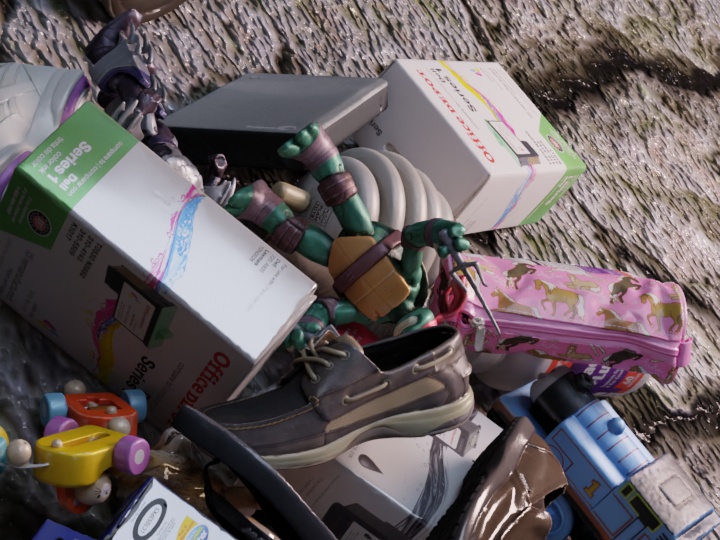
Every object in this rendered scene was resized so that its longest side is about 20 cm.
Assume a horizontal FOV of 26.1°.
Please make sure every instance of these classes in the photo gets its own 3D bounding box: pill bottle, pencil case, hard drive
[{"bbox_3d":[0.154,0.048,1.321,0.199,0.112,0.112,6,47,-38],"label":"pill bottle"},{"bbox_3d":[0.152,0.036,1.191,0.198,0.083,0.087,8,58,-9],"label":"pencil case"},{"bbox_3d":[-0.073,-0.126,1.292,0.138,0.033,0.200,5,21,18],"label":"hard drive"}]

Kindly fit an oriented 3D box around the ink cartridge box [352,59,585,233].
[{"bbox_3d":[0.099,-0.116,1.444,0.145,0.084,0.200,52,29,17],"label":"ink cartridge box"}]

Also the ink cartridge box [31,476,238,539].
[{"bbox_3d":[-0.108,0.215,0.889,0.200,0.076,0.137,37,61,-6],"label":"ink cartridge box"}]

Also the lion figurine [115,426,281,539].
[{"bbox_3d":[-0.067,0.182,1.003,0.200,0.122,0.073,47,57,-16],"label":"lion figurine"}]

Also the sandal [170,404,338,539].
[{"bbox_3d":[-0.042,0.159,0.908,0.200,0.043,0.076,50,-12,-15],"label":"sandal"}]

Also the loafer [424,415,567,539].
[{"bbox_3d":[0.094,0.169,1.020,0.071,0.073,0.200,39,37,2],"label":"loafer"}]

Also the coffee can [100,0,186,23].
[{"bbox_3d":[-0.225,-0.340,1.378,0.200,0.147,0.146,48,36,14],"label":"coffee can"}]

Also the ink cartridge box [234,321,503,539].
[{"bbox_3d":[0.030,0.149,1.120,0.199,0.084,0.145,36,35,-4],"label":"ink cartridge box"}]

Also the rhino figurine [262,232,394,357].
[{"bbox_3d":[-0.012,0.036,1.203,0.200,0.087,0.060,37,37,-19],"label":"rhino figurine"}]

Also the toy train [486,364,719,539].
[{"bbox_3d":[0.181,0.163,1.215,0.086,0.114,0.200,-16,62,-50],"label":"toy train"}]

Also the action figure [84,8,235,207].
[{"bbox_3d":[-0.150,-0.097,1.144,0.201,0.069,0.130,62,4,37],"label":"action figure"}]

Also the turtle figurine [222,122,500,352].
[{"bbox_3d":[0.000,0.000,1.107,0.200,0.150,0.101,48,2,5],"label":"turtle figurine"}]

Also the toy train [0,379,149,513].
[{"bbox_3d":[-0.211,0.114,0.961,0.199,0.056,0.150,-1,11,-34],"label":"toy train"}]

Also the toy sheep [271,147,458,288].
[{"bbox_3d":[0.001,-0.039,1.267,0.199,0.138,0.138,12,43,-41],"label":"toy sheep"}]

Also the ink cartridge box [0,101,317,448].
[{"bbox_3d":[-0.148,0.008,1.052,0.200,0.145,0.084,39,51,0],"label":"ink cartridge box"}]

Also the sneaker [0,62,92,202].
[{"bbox_3d":[-0.273,-0.088,1.141,0.099,0.075,0.200,15,38,6],"label":"sneaker"}]

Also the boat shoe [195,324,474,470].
[{"bbox_3d":[-0.017,0.074,1.004,0.199,0.074,0.074,-10,19,-30],"label":"boat shoe"}]
